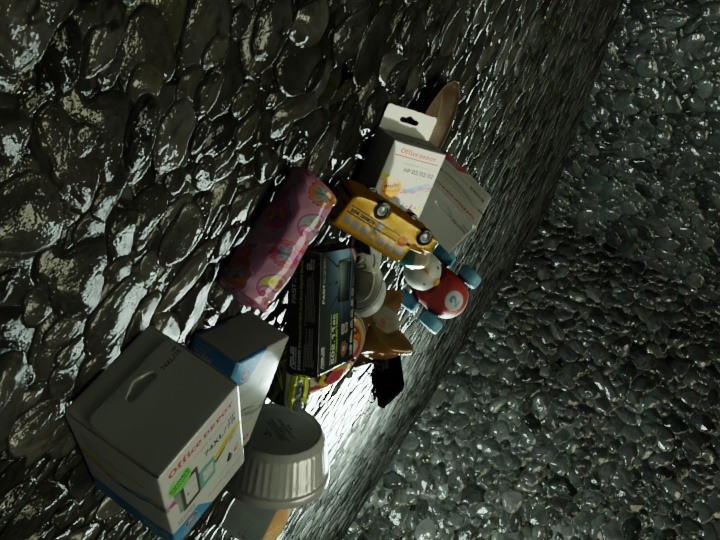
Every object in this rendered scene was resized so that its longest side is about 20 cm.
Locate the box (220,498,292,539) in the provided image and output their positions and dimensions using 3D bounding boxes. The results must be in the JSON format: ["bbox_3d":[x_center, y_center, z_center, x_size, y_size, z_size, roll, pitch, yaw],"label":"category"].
[{"bbox_3d":[-0.188,0.463,1.614,0.203,0.096,0.124,-63,163,5],"label":"box"}]

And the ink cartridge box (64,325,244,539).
[{"bbox_3d":[-0.244,0.206,0.948,0.147,0.144,0.202,-49,159,-34],"label":"ink cartridge box"}]

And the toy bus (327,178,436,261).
[{"bbox_3d":[0.035,-0.078,1.275,0.198,0.065,0.079,29,106,-38],"label":"toy bus"}]

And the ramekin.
[{"bbox_3d":[-0.148,0.316,1.347,0.202,0.199,0.096,-32,135,-58],"label":"ramekin"}]

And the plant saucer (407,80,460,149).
[{"bbox_3d":[0.129,-0.276,1.480,0.202,0.036,0.202,-54,163,-25],"label":"plant saucer"}]

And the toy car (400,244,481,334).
[{"bbox_3d":[0.172,0.020,1.889,0.185,0.176,0.200,-48,150,-2],"label":"toy car"}]

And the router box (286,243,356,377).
[{"bbox_3d":[-0.063,0.061,1.276,0.149,0.061,0.205,-15,107,-67],"label":"router box"}]

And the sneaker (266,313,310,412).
[{"bbox_3d":[-0.130,0.138,1.320,0.074,0.083,0.205,3,94,-68],"label":"sneaker"}]

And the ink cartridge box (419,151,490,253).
[{"bbox_3d":[0.177,-0.143,1.567,0.084,0.145,0.200,-45,-177,28],"label":"ink cartridge box"}]

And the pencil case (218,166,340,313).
[{"bbox_3d":[-0.111,-0.043,1.057,0.202,0.086,0.088,-59,163,-13],"label":"pencil case"}]

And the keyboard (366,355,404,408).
[{"bbox_3d":[0.059,0.218,1.673,0.104,0.039,0.202,-41,-152,24],"label":"keyboard"}]

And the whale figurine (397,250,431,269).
[{"bbox_3d":[0.106,-0.083,1.654,0.201,0.101,0.163,-83,179,-70],"label":"whale figurine"}]

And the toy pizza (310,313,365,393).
[{"bbox_3d":[-0.069,0.161,1.454,0.197,0.032,0.203,-23,135,-24],"label":"toy pizza"}]

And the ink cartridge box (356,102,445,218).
[{"bbox_3d":[0.067,-0.170,1.321,0.113,0.068,0.203,8,114,-32],"label":"ink cartridge box"}]

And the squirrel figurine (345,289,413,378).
[{"bbox_3d":[-0.010,0.147,1.616,0.196,0.144,0.187,-2,153,-32],"label":"squirrel figurine"}]

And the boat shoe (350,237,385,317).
[{"bbox_3d":[0.000,0.000,1.392,0.067,0.072,0.202,55,18,-31],"label":"boat shoe"}]

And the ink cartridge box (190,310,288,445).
[{"bbox_3d":[-0.202,0.180,1.139,0.145,0.083,0.203,-25,141,-64],"label":"ink cartridge box"}]
